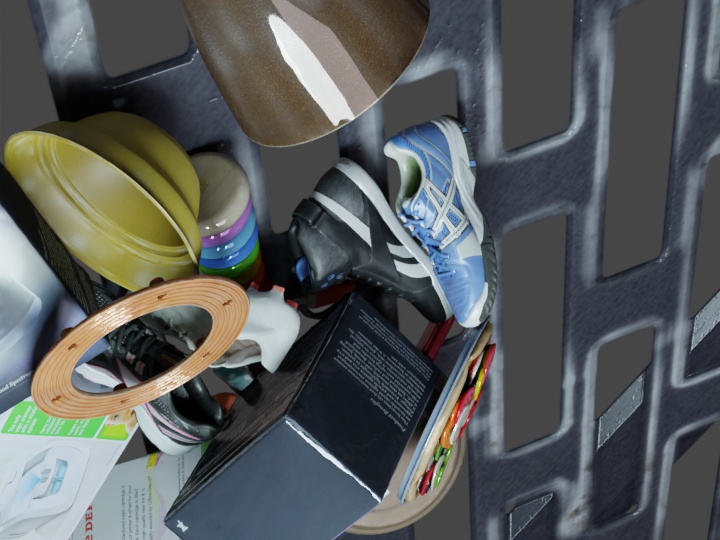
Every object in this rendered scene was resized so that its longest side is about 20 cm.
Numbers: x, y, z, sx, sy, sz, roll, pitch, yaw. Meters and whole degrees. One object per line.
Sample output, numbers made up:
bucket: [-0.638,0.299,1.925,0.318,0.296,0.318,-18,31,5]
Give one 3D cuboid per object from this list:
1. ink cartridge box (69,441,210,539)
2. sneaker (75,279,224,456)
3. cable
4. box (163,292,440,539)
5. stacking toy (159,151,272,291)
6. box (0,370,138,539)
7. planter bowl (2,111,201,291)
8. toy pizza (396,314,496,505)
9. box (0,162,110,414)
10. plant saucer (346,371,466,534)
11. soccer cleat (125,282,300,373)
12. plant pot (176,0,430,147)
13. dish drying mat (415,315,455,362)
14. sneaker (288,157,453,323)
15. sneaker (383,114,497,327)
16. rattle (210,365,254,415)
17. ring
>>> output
ink cartridge box: [-0.189,0.263,1.737,0.198,0.146,0.084,-17,145,16]
sneaker: [-0.193,0.081,1.562,0.200,0.081,0.086,45,146,-21]
cable: [0.013,0.005,1.706,0.198,0.050,0.098,-2,112,-27]
box: [-0.052,0.163,1.579,0.123,0.199,0.200,42,127,-8]
stacking toy: [-0.123,-0.021,1.592,0.085,0.086,0.201,-27,147,-5]
box: [-0.329,0.158,1.627,0.175,0.097,0.201,9,127,-40]
planter bowl: [-0.197,-0.072,1.445,0.084,0.199,0.201,-55,149,-27]
toy pizza: [0.090,0.138,1.651,0.202,0.031,0.200,-63,173,-14]
box: [-0.348,0.020,1.424,0.199,0.124,0.199,-32,128,1]
plant saucer: [0.017,0.178,1.756,0.197,0.029,0.203,-3,102,-13]
soccer cleat: [-0.145,0.049,1.567,0.069,0.198,0.078,47,56,-47]
plant pot: [-0.074,-0.234,1.338,0.186,0.187,0.200,-36,125,6]
dish drying mat: [0.061,0.098,1.811,0.018,0.077,0.202,22,114,-6]
sneaker: [0.000,0.000,1.639,0.112,0.073,0.201,-44,117,-13]
sneaker: [0.073,-0.043,1.611,0.076,0.202,0.076,-10,171,-28]
rattle: [-0.077,0.140,1.814,0.197,0.143,0.132,-3,101,-11]
ring: [-0.185,0.062,1.436,0.199,0.019,0.201,-24,155,-12]
